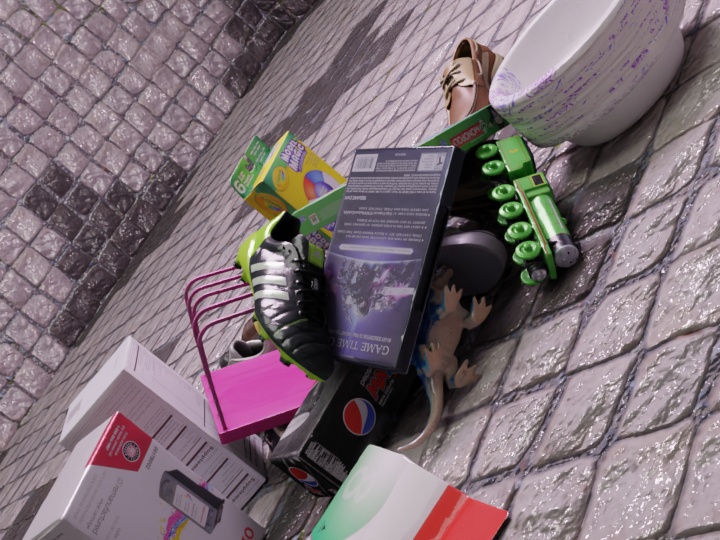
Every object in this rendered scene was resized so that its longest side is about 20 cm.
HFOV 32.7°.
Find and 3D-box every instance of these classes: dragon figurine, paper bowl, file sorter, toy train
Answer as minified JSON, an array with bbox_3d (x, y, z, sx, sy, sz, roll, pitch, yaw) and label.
[{"bbox_3d":[0.060,0.070,1.086,0.099,0.058,0.202,-21,54,61],"label":"dragon figurine"},{"bbox_3d":[0.225,-0.200,1.165,0.201,0.104,0.201,-47,16,17],"label":"paper bowl"},{"bbox_3d":[-0.106,0.071,1.281,0.138,0.127,0.200,-17,15,-9],"label":"file sorter"},{"bbox_3d":[0.149,-0.058,1.107,0.056,0.042,0.201,-17,38,2],"label":"toy train"}]

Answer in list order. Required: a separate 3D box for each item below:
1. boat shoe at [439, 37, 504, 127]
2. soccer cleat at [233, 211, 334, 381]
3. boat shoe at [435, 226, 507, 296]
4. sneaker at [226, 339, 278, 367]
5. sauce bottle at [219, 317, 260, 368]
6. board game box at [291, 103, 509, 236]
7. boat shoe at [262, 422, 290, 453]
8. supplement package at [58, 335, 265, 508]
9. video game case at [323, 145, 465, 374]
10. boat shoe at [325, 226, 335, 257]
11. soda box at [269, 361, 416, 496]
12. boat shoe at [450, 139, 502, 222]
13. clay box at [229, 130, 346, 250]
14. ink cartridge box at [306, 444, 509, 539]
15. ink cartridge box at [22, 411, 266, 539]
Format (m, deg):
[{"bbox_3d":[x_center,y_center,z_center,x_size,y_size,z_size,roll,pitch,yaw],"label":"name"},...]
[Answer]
[{"bbox_3d":[0.131,-0.230,1.552,0.076,0.074,0.201,-41,18,32],"label":"boat shoe"},{"bbox_3d":[-0.061,0.019,1.120,0.081,0.067,0.201,-45,41,14],"label":"soccer cleat"},{"bbox_3d":[0.081,-0.012,1.204,0.200,0.073,0.066,-24,35,57],"label":"boat shoe"},{"bbox_3d":[-0.135,0.129,1.461,0.200,0.092,0.076,-44,16,24],"label":"sneaker"},{"bbox_3d":[-0.107,0.070,1.568,0.200,0.065,0.065,-42,18,31],"label":"sauce bottle"},{"bbox_3d":[0.039,-0.102,1.230,0.199,0.029,0.134,-25,7,41],"label":"board game box"},{"bbox_3d":[-0.062,0.170,1.270,0.200,0.072,0.063,-147,53,-69],"label":"boat shoe"},{"bbox_3d":[-0.213,0.188,1.347,0.110,0.200,0.114,-48,15,7],"label":"supplement package"},{"bbox_3d":[0.017,-0.014,1.104,0.142,0.019,0.202,5,78,52],"label":"video game case"},{"bbox_3d":[0.000,0.000,1.240,0.200,0.074,0.094,179,110,-83],"label":"boat shoe"},{"bbox_3d":[-0.001,0.111,1.151,0.201,0.063,0.071,-58,17,-26],"label":"soda box"},{"bbox_3d":[0.108,-0.080,1.286,0.075,0.073,0.200,-58,23,-17],"label":"boat shoe"},{"bbox_3d":[-0.064,-0.089,1.552,0.048,0.200,0.115,-38,21,38],"label":"clay box"},{"bbox_3d":[0.012,0.221,0.928,0.162,0.050,0.200,-55,14,-13],"label":"ink cartridge box"},{"bbox_3d":[-0.201,0.256,1.160,0.085,0.200,0.148,-39,19,32],"label":"ink cartridge box"}]
